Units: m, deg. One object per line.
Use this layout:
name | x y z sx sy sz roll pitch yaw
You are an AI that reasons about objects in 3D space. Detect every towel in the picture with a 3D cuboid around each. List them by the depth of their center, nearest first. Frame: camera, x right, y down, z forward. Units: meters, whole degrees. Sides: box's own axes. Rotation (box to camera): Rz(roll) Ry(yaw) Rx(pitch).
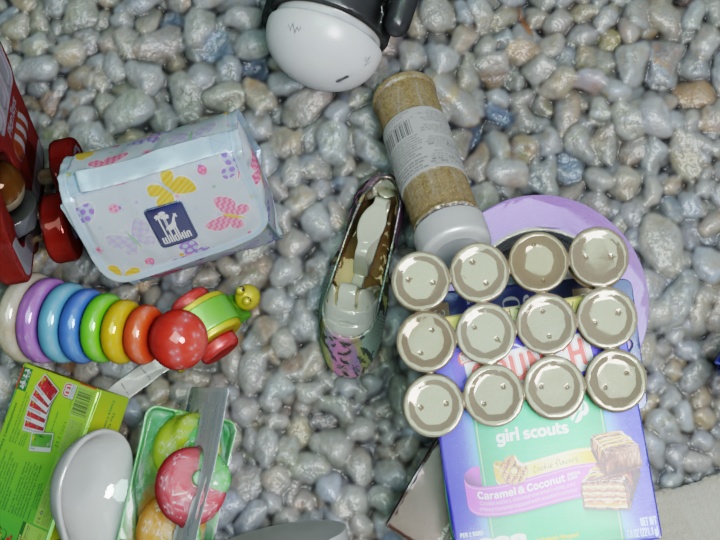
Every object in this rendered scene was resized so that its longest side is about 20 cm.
towel | 0.330 0.273 0.943 0.130 0.035 0.202 -14 50 0

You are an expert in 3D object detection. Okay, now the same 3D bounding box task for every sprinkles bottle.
sprinkles bottle | 0.064 -0.095 1.005 0.067 0.069 0.202 -15 56 0

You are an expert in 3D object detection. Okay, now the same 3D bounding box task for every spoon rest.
spoon rest | -0.247 0.240 0.946 0.060 0.099 0.203 14 88 27

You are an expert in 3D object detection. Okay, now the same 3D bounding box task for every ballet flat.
ballet flat | 0.000 0.000 1.027 0.068 0.071 0.203 13 81 7

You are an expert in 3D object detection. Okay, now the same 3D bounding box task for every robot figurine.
robot figurine | -0.018 -0.276 1.052 0.123 0.150 0.203 20 80 -16

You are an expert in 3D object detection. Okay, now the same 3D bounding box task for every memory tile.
memory tile | 0.126 0.048 0.868 0.196 0.017 0.156 -8 77 4

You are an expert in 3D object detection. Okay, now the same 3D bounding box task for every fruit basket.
fruit basket | -0.148 0.195 0.939 0.092 0.199 0.188 15 79 -22

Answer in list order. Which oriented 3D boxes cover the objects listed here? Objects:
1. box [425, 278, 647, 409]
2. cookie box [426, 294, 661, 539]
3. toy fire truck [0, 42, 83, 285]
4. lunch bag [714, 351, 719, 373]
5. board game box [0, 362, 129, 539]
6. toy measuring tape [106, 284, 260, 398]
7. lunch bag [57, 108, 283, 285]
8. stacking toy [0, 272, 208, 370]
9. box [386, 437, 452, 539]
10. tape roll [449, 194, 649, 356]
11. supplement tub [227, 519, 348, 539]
box | 0.155 0.072 0.962 0.196 0.032 0.123 -6 80 1
cookie box | 0.148 0.131 0.897 0.168 0.075 0.204 -9 79 4
toy fire truck | -0.332 -0.096 0.996 0.110 0.169 0.202 -11 44 1
lunch bag | 0.437 0.057 0.970 0.169 0.124 0.201 33 76 7
board game box | -0.299 0.200 1.004 0.100 0.048 0.203 13 80 28
toy measuring tape | -0.181 0.074 1.025 0.199 0.074 0.074 -35 80 -4
lunch bag | -0.169 -0.065 0.982 0.167 0.200 0.129 -16 79 -1
stacking toy | -0.232 0.057 0.988 0.197 0.085 0.087 9 80 19
box | 0.130 0.243 0.978 0.198 0.075 0.101 33 84 6
tape roll | 0.168 0.034 1.016 0.196 0.066 0.204 0 79 3
supplement tub | -0.054 0.330 0.923 0.142 0.144 0.204 -9 89 1
